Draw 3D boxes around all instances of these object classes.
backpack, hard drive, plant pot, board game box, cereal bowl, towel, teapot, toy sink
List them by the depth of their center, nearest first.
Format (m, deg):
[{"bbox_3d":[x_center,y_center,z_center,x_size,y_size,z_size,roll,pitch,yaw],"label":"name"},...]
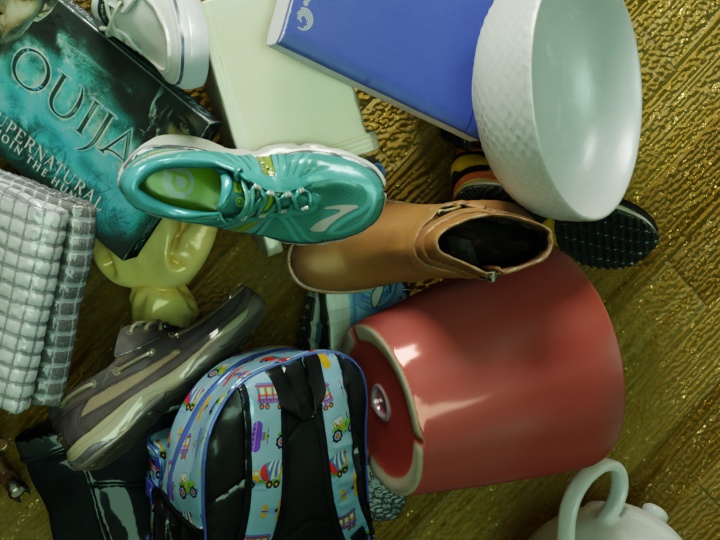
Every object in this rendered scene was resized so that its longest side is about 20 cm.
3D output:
[{"bbox_3d":[0.031,-0.197,0.906,0.198,0.025,0.134,20,81,-32],"label":"hard drive"},{"bbox_3d":[0.145,-0.137,0.916,0.199,0.083,0.203,1,89,-54],"label":"cereal bowl"},{"bbox_3d":[-0.302,0.000,0.916,0.198,0.085,0.168,21,105,25],"label":"towel"},{"bbox_3d":[-0.221,-0.123,0.925,0.199,0.028,0.136,38,107,7],"label":"board game box"},{"bbox_3d":[-0.081,0.150,0.933,0.181,0.134,0.203,-16,117,-37],"label":"backpack"},{"bbox_3d":[-0.059,-0.130,0.957,0.111,0.130,0.202,-17,102,-8],"label":"toy sink"},{"bbox_3d":[0.090,0.090,0.969,0.175,0.200,0.203,-14,102,-23],"label":"plant pot"},{"bbox_3d":[0.237,0.276,1.068,0.196,0.200,0.147,33,70,3],"label":"teapot"}]

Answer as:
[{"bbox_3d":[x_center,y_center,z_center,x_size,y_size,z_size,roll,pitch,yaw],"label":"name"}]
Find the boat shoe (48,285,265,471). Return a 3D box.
[{"bbox_3d":[-0.165,0.072,0.933,0.199,0.075,0.073,-40,80,-9],"label":"boat shoe"}]

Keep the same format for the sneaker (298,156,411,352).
[{"bbox_3d":[0.000,0.000,1.032,0.089,0.078,0.203,0,104,-30],"label":"sneaker"}]

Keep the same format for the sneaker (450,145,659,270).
[{"bbox_3d":[0.172,-0.067,1.036,0.198,0.091,0.070,13,135,-15],"label":"sneaker"}]

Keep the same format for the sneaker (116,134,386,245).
[{"bbox_3d":[-0.079,-0.053,0.858,0.197,0.080,0.079,3,103,-3],"label":"sneaker"}]

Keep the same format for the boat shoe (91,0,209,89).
[{"bbox_3d":[-0.171,-0.196,0.894,0.066,0.200,0.074,-6,125,-24],"label":"boat shoe"}]

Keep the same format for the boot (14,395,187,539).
[{"bbox_3d":[-0.181,0.189,1.013,0.198,0.076,0.170,-19,102,-5],"label":"boot"}]

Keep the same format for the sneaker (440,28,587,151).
[{"bbox_3d":[0.129,-0.167,1.017,0.197,0.076,0.116,-6,102,-7],"label":"sneaker"}]

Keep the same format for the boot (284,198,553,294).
[{"bbox_3d":[0.044,-0.014,0.901,0.197,0.155,0.078,-3,97,-7],"label":"boot"}]

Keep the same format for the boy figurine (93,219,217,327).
[{"bbox_3d":[-0.171,-0.031,0.979,0.123,0.064,0.203,-7,104,16],"label":"boy figurine"}]

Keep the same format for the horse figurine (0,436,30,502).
[{"bbox_3d":[-0.355,0.123,0.956,0.198,0.133,0.050,28,74,-6],"label":"horse figurine"}]

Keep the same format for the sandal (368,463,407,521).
[{"bbox_3d":[-0.036,0.146,1.058,0.199,0.045,0.075,38,85,0],"label":"sandal"}]
